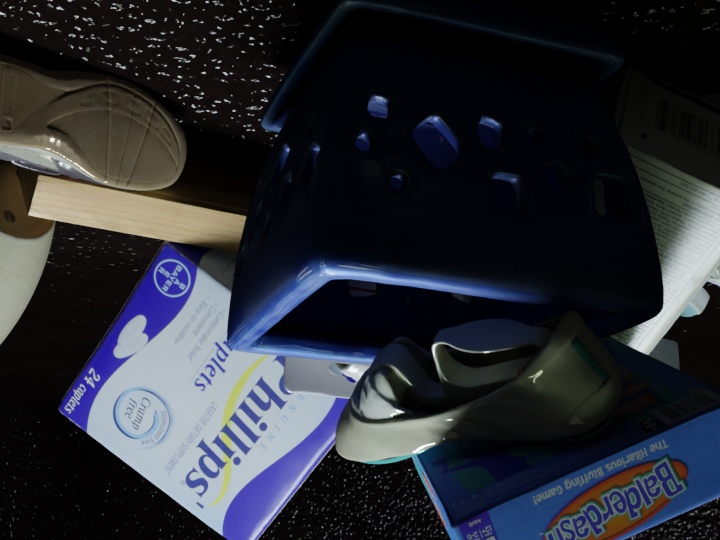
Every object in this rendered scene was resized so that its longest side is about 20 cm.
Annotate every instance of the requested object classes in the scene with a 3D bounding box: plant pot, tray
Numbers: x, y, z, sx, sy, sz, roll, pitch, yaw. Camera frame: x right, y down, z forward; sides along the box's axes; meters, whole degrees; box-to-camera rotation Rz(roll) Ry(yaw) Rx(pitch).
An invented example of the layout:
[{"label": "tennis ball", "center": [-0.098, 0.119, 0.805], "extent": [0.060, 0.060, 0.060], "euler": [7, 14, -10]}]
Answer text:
[{"label": "plant pot", "center": [0.039, -0.049, 0.597], "extent": [0.197, 0.182, 0.200], "euler": [8, 163, -19]}, {"label": "tray", "center": [-0.159, -0.062, 0.796], "extent": [0.198, 0.037, 0.099], "euler": [11, -155, -31]}]

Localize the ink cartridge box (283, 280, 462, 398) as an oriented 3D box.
[{"label": "ink cartridge box", "center": [0.011, -0.012, 0.725], "extent": [0.116, 0.203, 0.067], "euler": [9, 166, -26]}]

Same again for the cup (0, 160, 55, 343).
[{"label": "cup", "center": [-0.322, -0.033, 0.797], "extent": [0.142, 0.202, 0.199], "euler": [-32, 152, 23]}]

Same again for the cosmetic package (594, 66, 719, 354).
[{"label": "cosmetic package", "center": [0.170, -0.017, 0.682], "extent": [0.102, 0.088, 0.201], "euler": [25, 134, -1]}]

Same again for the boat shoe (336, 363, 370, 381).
[{"label": "boat shoe", "center": [0.000, 0.000, 0.813], "extent": [0.065, 0.202, 0.072], "euler": [23, 142, -37]}]

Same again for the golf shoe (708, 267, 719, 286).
[{"label": "golf shoe", "center": [0.342, -0.019, 0.971], "extent": [0.198, 0.079, 0.097], "euler": [18, 177, -33]}]

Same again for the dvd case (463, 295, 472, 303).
[{"label": "dvd case", "center": [0.166, 0.020, 1.023], "extent": [0.197, 0.025, 0.151], "euler": [6, -151, -15]}]

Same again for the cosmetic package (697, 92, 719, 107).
[{"label": "cosmetic package", "center": [0.247, -0.076, 0.748], "extent": [0.198, 0.052, 0.150], "euler": [-6, 162, 32]}]

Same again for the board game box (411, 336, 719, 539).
[{"label": "board game box", "center": [0.108, 0.097, 0.575], "extent": [0.150, 0.045, 0.200], "euler": [-23, -172, -2]}]

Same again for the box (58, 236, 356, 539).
[{"label": "box", "center": [-0.110, 0.088, 0.848], "extent": [0.199, 0.185, 0.105], "euler": [37, -160, -3]}]

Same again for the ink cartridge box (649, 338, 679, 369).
[{"label": "ink cartridge box", "center": [0.162, 0.092, 0.891], "extent": [0.198, 0.084, 0.146], "euler": [14, 165, -37]}]

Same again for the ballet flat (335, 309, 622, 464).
[{"label": "ballet flat", "center": [0.046, 0.060, 0.555], "extent": [0.199, 0.070, 0.069], "euler": [-17, 158, 42]}]

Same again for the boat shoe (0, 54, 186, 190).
[{"label": "boat shoe", "center": [-0.209, -0.101, 0.695], "extent": [0.064, 0.073, 0.199], "euler": [9, 180, 44]}]

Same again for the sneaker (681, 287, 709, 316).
[{"label": "sneaker", "center": [0.219, 0.016, 0.909], "extent": [0.198, 0.083, 0.074], "euler": [22, -174, -22]}]
